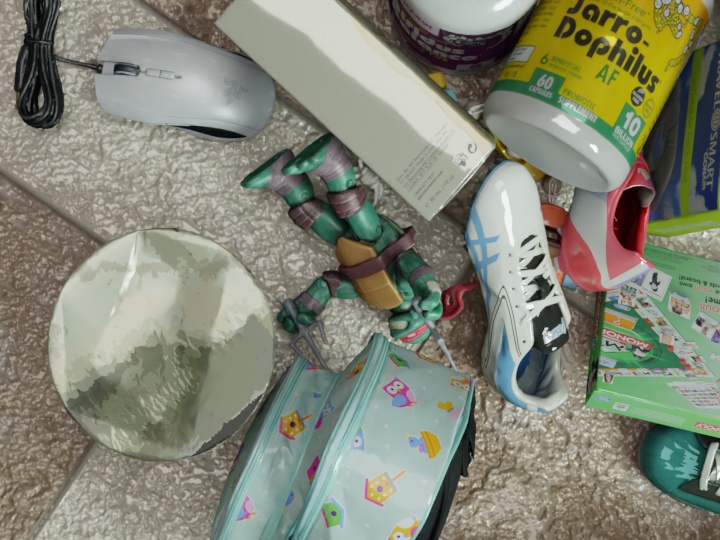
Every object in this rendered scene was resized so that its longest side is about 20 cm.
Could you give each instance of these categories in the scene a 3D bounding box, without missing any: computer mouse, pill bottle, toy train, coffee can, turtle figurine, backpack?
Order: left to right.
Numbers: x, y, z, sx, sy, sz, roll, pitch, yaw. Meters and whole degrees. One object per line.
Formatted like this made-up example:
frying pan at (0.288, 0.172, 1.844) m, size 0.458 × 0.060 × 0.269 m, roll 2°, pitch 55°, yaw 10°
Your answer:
computer mouse at (-0.160, -0.149, 1.147) m, size 0.197 × 0.044 × 0.111 m, roll 10°, pitch 85°, yaw -3°
coffee can at (-0.131, 0.052, 1.057) m, size 0.144 × 0.200 × 0.149 m, roll 0°, pitch 86°, yaw -3°
backpack at (-0.009, 0.142, 1.044) m, size 0.152 × 0.176 × 0.201 m, roll 32°, pitch 125°, yaw -3°
turtle figurine at (0.000, 0.000, 1.124) m, size 0.149 × 0.101 × 0.201 m, roll -23°, pitch 107°, yaw 38°
pill bottle at (0.075, -0.213, 1.086) m, size 0.111 × 0.200 × 0.114 m, roll 0°, pitch 84°, yaw 0°
toy train at (0.089, -0.066, 1.152) m, size 0.198 × 0.056 × 0.152 m, roll 21°, pitch 85°, yaw -3°
pill bottle at (0.177, -0.167, 1.070) m, size 0.112 × 0.113 × 0.202 m, roll 30°, pitch 82°, yaw -1°

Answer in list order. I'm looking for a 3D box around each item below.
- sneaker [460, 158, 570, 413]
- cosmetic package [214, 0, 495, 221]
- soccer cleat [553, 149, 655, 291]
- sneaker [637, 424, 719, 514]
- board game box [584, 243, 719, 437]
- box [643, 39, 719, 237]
sneaker at (0.119, 0.012, 1.099) m, size 0.072 × 0.072 × 0.202 m, roll -32°, pitch 128°, yaw -31°
cosmetic package at (0.000, -0.131, 1.077) m, size 0.200 × 0.104 × 0.073 m, roll 43°, pitch 99°, yaw -3°
soccer cleat at (0.187, -0.082, 1.130) m, size 0.066 × 0.076 × 0.203 m, roll 24°, pitch 64°, yaw -39°
sneaker at (0.306, 0.159, 1.138) m, size 0.198 × 0.080 × 0.072 m, roll 18°, pitch 85°, yaw -2°
board game box at (0.271, 0.058, 1.142) m, size 0.197 × 0.029 × 0.136 m, roll 14°, pitch 60°, yaw -3°
box at (0.245, -0.092, 1.090) m, size 0.047 × 0.200 × 0.124 m, roll 7°, pitch 86°, yaw -12°
